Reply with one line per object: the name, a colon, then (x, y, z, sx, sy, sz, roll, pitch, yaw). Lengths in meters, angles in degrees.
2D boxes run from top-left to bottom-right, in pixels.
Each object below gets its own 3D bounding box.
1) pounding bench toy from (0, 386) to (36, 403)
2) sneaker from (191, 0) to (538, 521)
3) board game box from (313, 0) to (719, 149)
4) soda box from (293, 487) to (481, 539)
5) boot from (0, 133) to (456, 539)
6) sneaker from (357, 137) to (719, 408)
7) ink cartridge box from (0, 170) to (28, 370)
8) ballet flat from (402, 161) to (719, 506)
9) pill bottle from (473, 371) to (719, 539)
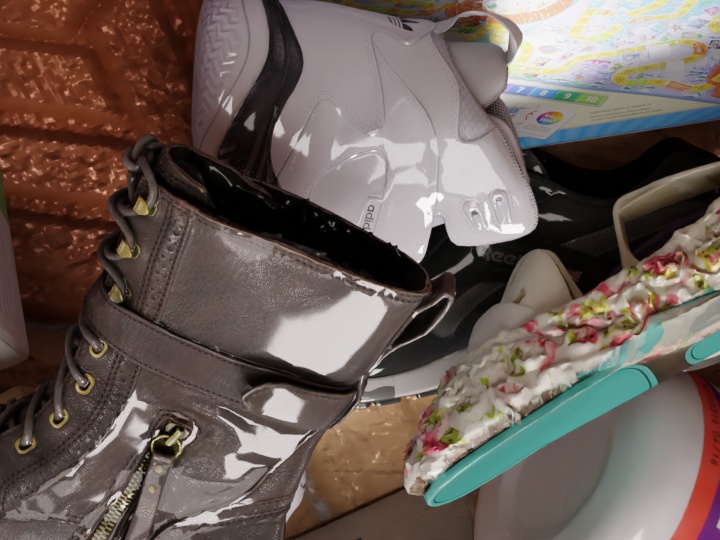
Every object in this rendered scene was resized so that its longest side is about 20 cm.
pounding bench toy: (-0.147, 0.154, 1.118, 0.200, 0.156, 0.124, -33, 152, 21)
sneaker: (0.000, 0.000, 1.014, 0.115, 0.075, 0.200, -1, 110, -4)
board game box: (0.059, -0.107, 1.024, 0.199, 0.034, 0.135, -8, 126, 2)
soda box: (-0.028, 0.156, 1.188, 0.200, 0.068, 0.063, -26, 121, 14)
boot: (-0.086, 0.030, 0.951, 0.199, 0.069, 0.174, 16, 122, -8)
sneaker: (0.039, -0.008, 1.086, 0.199, 0.076, 0.088, -7, 110, -2)
ink cartridge box: (-0.186, -0.047, 0.959, 0.067, 0.117, 0.200, -20, 149, 12)
ballet flat: (0.094, 0.010, 1.033, 0.200, 0.064, 0.076, -29, 164, -1)
pill bottle: (0.148, 0.116, 1.139, 0.200, 0.113, 0.112, 30, 119, -27)
